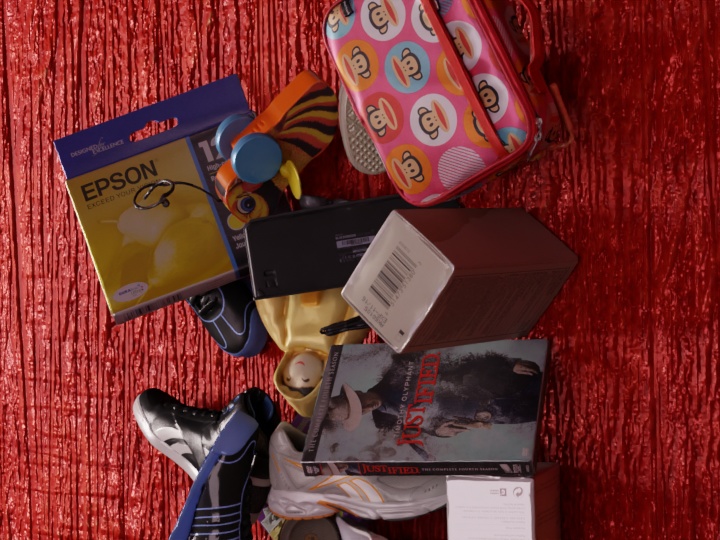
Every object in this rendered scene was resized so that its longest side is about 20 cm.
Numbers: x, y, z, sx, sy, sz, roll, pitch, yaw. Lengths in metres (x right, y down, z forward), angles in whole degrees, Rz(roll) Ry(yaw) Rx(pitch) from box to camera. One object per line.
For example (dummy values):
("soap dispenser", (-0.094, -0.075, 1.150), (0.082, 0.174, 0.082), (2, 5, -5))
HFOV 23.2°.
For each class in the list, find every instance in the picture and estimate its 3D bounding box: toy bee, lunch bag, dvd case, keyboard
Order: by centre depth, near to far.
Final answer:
("lunch bag", (0.078, -0.169, 1.465), (0.176, 0.082, 0.201), (-28, 86, 33))
("dvd case", (0.058, 0.117, 1.504), (0.199, 0.146, 0.022), (-3, 131, 16))
("keyboard", (0.000, 0.000, 1.579), (0.199, 0.021, 0.128), (-9, 79, 2))
("toy bee", (-0.096, -0.092, 1.627), (0.199, 0.109, 0.131), (-24, 35, 14))

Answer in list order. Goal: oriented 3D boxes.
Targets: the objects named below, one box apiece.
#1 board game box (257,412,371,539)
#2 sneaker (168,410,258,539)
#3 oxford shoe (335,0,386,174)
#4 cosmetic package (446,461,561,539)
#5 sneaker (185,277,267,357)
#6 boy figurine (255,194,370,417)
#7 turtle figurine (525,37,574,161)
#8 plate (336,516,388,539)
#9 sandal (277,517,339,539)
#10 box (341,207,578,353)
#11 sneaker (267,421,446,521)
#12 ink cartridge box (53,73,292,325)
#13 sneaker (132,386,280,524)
("board game box", (-0.025, 0.187, 1.663), (0.120, 0.032, 0.200), (49, 118, 29))
("sneaker", (-0.126, 0.230, 1.610), (0.078, 0.070, 0.201), (25, 98, -1))
("oxford shoe", (0.010, -0.189, 1.609), (0.058, 0.075, 0.201), (-156, 61, -71))
("cosmetic package", (0.125, 0.268, 1.497), (0.081, 0.113, 0.201), (0, 90, 18))
("sneaker", (-0.167, 0.002, 1.728), (0.070, 0.078, 0.200), (-44, 67, 29))
("boy figurine", (-0.045, 0.033, 1.622), (0.124, 0.064, 0.201), (11, 83, 15))
("turtle figurine", (0.099, -0.163, 1.537), (0.161, 0.064, 0.200), (-41, 77, 35))
("plate", (0.035, 0.315, 1.545), (0.032, 0.200, 0.201), (-18, 90, -9))
("sandal", (-0.027, 0.313, 1.599), (0.055, 0.081, 0.201), (-35, 58, 55))
("box", (0.087, 0.005, 1.468), (0.078, 0.200, 0.095), (44, 115, 26))
("sneaker", (0.002, 0.172, 1.575), (0.199, 0.076, 0.092), (-5, 100, 21))
("ink cartridge box", (-0.176, -0.075, 1.687), (0.197, 0.047, 0.201), (-21, 78, -5))
("sneaker", (-0.138, 0.147, 1.714), (0.200, 0.073, 0.112), (41, 109, 38))
